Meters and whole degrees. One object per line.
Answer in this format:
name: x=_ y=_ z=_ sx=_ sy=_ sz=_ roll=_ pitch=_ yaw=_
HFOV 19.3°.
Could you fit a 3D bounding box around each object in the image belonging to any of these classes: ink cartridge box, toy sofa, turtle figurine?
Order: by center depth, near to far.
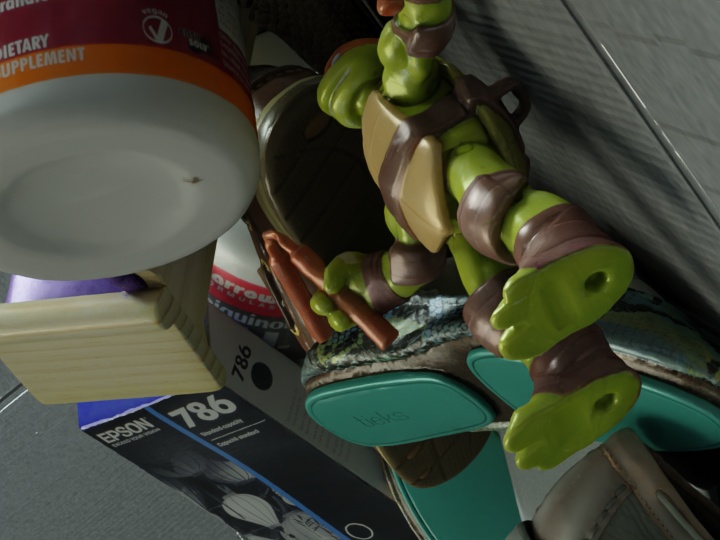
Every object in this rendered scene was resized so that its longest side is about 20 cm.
turtle figurine: x=0.026 y=-0.018 z=0.636 sx=0.162 sy=0.064 sz=0.201 roll=56 pitch=150 yaw=40
toy sofa: x=-0.092 y=-0.056 z=0.817 sx=0.098 sy=0.082 sz=0.201 roll=58 pitch=-147 yaw=-51
ink cartridge box: x=-0.054 y=0.076 z=0.984 sx=0.200 sy=0.039 sz=0.099 roll=37 pitch=140 yaw=-28

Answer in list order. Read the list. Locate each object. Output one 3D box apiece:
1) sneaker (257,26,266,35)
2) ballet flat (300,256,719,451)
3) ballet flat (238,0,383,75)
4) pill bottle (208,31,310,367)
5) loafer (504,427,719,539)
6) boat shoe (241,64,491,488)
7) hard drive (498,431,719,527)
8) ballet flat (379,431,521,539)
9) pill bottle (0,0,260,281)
sneaker: x=-0.108 y=-0.120 z=0.974 sx=0.075 sy=0.199 sz=0.080 roll=-36 pitch=-80 yaw=-53
ballet flat: x=0.055 y=0.020 z=0.709 sx=0.199 sy=0.074 sz=0.074 roll=-3 pitch=133 yaw=48
ballet flat: x=0.006 y=-0.062 z=0.832 sx=0.200 sy=0.046 sz=0.067 roll=54 pitch=178 yaw=-25
pill bottle: x=-0.042 y=-0.019 z=0.977 sx=0.111 sy=0.110 sz=0.200 roll=51 pitch=150 yaw=19
loafer: x=0.135 y=0.113 z=0.691 sx=0.199 sy=0.063 sz=0.072 roll=28 pitch=-167 yaw=-33
boat shoe: x=0.000 y=0.000 z=0.825 sx=0.067 sy=0.072 sz=0.201 roll=31 pitch=154 yaw=48
hard drive: x=0.105 y=0.093 z=0.812 sx=0.140 sy=0.033 sz=0.201 roll=43 pitch=160 yaw=39
ballet flat: x=0.079 y=0.131 z=0.968 sx=0.200 sy=0.068 sz=0.067 roll=52 pitch=-175 yaw=16
pill bottle: x=-0.098 y=-0.107 z=0.708 sx=0.110 sy=0.109 sz=0.201 roll=56 pitch=-159 yaw=-61
